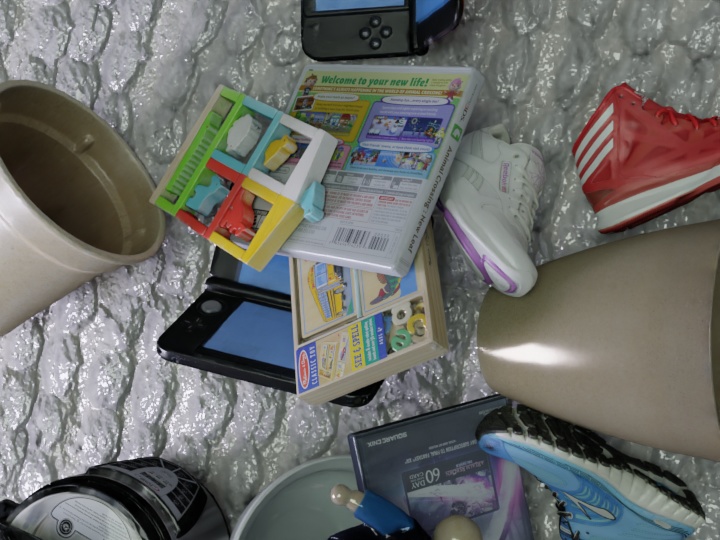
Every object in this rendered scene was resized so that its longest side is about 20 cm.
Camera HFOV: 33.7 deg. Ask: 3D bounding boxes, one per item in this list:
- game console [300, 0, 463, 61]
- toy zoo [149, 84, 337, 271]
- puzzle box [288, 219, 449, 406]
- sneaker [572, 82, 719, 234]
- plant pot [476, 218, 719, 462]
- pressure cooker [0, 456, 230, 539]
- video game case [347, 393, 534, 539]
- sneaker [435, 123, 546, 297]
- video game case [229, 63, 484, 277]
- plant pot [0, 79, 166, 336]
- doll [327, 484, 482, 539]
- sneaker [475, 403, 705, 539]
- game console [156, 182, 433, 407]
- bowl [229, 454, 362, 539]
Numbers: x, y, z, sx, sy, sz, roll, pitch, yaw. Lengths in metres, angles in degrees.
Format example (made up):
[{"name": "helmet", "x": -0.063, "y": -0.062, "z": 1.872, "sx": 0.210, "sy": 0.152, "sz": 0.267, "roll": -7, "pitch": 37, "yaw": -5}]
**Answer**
[{"name": "game console", "x": 0.015, "y": -0.293, "z": 1.028, "sx": 0.172, "sy": 0.119, "sz": 0.200, "roll": -1, "pitch": 88, "yaw": 16}, {"name": "toy zoo", "x": -0.098, "y": -0.081, "z": 1.046, "sx": 0.200, "sy": 0.020, "sz": 0.131, "roll": 31, "pitch": 89, "yaw": 45}, {"name": "puzzle box", "x": 0.000, "y": 0.000, "z": 0.983, "sx": 0.133, "sy": 0.025, "sz": 0.200, "roll": -26, "pitch": 52, "yaw": 26}, {"name": "sneaker", "x": 0.266, "y": -0.118, "z": 0.972, "sx": 0.200, "sy": 0.078, "sz": 0.116, "roll": -25, "pitch": 83, "yaw": 13}, {"name": "plant pot", "x": 0.201, "y": 0.053, "z": 0.945, "sx": 0.200, "sy": 0.187, "sz": 0.188, "roll": -1, "pitch": 88, "yaw": 29}, {"name": "pressure cooker", "x": -0.219, "y": 0.261, "z": 1.035, "sx": 0.176, "sy": 0.200, "sz": 0.179, "roll": -19, "pitch": 82, "yaw": 15}, {"name": "video game case", "x": 0.075, "y": 0.215, "z": 0.977, "sx": 0.143, "sy": 0.019, "sz": 0.200, "roll": -12, "pitch": 91, "yaw": -23}, {"name": "sneaker", "x": 0.113, "y": -0.060, "z": 0.974, "sx": 0.099, "sy": 0.075, "sz": 0.200, "roll": -27, "pitch": 40, "yaw": 5}, {"name": "video game case", "x": -0.007, "y": -0.092, "z": 1.009, "sx": 0.200, "sy": 0.022, "sz": 0.182, "roll": 10, "pitch": 73, "yaw": 43}, {"name": "plant pot", "x": -0.314, "y": -0.039, "z": 1.090, "sx": 0.183, "sy": 0.200, "sz": 0.201, "roll": -38, "pitch": 79, "yaw": 22}, {"name": "doll", "x": -0.002, "y": 0.230, "z": 0.916, "sx": 0.200, "sy": 0.048, "sz": 0.137, "roll": -15, "pitch": 92, "yaw": -2}, {"name": "sneaker", "x": 0.178, "y": 0.183, "z": 0.969, "sx": 0.200, "sy": 0.078, "sz": 0.090, "roll": 29, "pitch": 105, "yaw": -4}, {"name": "game console", "x": -0.057, "y": 0.011, "z": 1.044, "sx": 0.200, "sy": 0.176, "sz": 0.117, "roll": 12, "pitch": 120, "yaw": 17}, {"name": "bowl", "x": -0.037, "y": 0.253, "z": 1.020, "sx": 0.201, "sy": 0.090, "sz": 0.202, "roll": 0, "pitch": 89, "yaw": -28}]
